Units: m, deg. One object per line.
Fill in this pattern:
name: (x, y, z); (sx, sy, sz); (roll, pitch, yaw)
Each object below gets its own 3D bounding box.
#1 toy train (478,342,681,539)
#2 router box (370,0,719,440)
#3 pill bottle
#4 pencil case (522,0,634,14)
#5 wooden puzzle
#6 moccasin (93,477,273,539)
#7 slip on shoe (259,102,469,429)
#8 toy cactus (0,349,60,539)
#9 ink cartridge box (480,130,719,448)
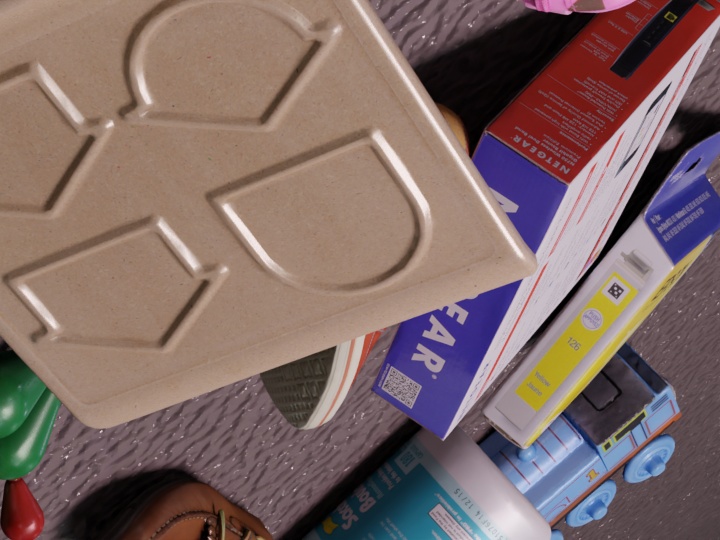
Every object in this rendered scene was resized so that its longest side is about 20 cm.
toy train: (0.140, 0.134, 1.419); (0.200, 0.087, 0.114); (-39, 148, -4)
router box: (0.095, -0.035, 1.021); (0.179, 0.049, 0.200); (-45, 164, -42)
pill bottle: (0.017, 0.196, 1.280); (0.200, 0.111, 0.111); (-43, 158, -2)
pencil case: (0.088, -0.177, 0.773); (0.200, 0.091, 0.094); (78, 26, -62)
wooden puzzle: (-0.062, -0.037, 0.673); (0.185, 0.046, 0.200); (-20, 134, 20)
moccasin: (-0.087, 0.166, 1.096); (0.074, 0.078, 0.201); (-42, 158, -2)
slip on shoe: (0.000, 0.000, 0.954); (0.061, 0.074, 0.200); (-10, 137, -36)
toy cactus: (-0.128, 0.043, 0.814); (0.165, 0.102, 0.200); (-36, 149, -42)
ink cartridge box: (0.170, 0.004, 1.227); (0.200, 0.047, 0.198); (-50, 171, 21)
